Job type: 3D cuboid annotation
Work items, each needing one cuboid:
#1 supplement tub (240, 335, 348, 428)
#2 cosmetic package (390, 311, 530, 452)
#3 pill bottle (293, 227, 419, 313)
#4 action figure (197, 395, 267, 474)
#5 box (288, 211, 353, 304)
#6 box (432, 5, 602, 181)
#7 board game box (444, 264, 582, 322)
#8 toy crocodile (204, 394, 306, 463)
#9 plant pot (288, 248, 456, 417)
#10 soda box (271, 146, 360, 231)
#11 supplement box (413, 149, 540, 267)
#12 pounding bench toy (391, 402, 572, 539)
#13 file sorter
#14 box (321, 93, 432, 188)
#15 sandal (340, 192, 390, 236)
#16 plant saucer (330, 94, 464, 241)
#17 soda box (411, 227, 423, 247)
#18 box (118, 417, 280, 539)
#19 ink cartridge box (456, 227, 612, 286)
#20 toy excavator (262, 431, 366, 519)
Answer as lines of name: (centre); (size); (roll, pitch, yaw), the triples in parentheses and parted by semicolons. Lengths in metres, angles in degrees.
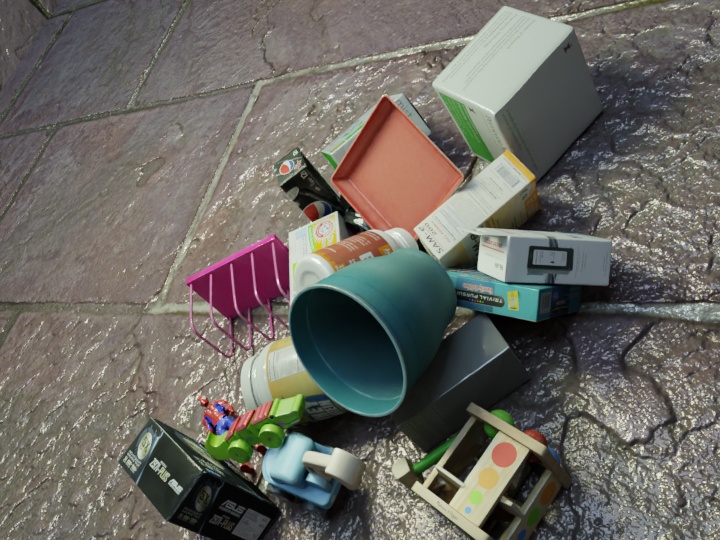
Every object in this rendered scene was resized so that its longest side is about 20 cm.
supplement tub: (-0.078, 0.170, 1.193); (0.198, 0.145, 0.146); (-21, 48, 20)
cosmetic package: (0.137, 0.165, 1.081); (0.199, 0.107, 0.090); (-37, 46, 2)
pill bottle: (0.000, 0.000, 1.183); (0.199, 0.113, 0.112); (-24, 33, -37)
action figure: (-0.235, 0.274, 1.291); (0.066, 0.052, 0.199); (-52, 43, -6)
box: (-0.057, 0.012, 1.328); (0.112, 0.101, 0.201); (-23, 48, 18)
box: (0.274, -0.300, 1.273); (0.200, 0.199, 0.171); (-47, 45, -4)
board game box: (0.208, 0.030, 1.106); (0.199, 0.150, 0.047); (10, 99, 39)
toy crocodile: (-0.159, 0.238, 1.124); (0.199, 0.062, 0.068); (-32, 22, 34)
plant pot: (0.035, 0.067, 1.032); (0.199, 0.202, 0.188); (11, 33, 38)
soda box: (-0.081, -0.134, 1.384); (0.063, 0.200, 0.071); (-35, 45, 8)
supplement box: (0.194, -0.084, 1.206); (0.200, 0.126, 0.074); (-40, 65, 2)
pounding bench toy: (0.153, 0.260, 0.984); (0.199, 0.124, 0.156); (26, 74, 43)
file sorter: (-0.201, 0.058, 1.364); (0.199, 0.139, 0.126); (-26, 48, 15)
box: (0.027, -0.244, 1.414); (0.176, 0.097, 0.200); (-40, 13, 2)
sandal: (0.015, -0.070, 1.320); (0.048, 0.076, 0.201); (-26, 63, -24)
plant saucer: (0.064, -0.157, 1.243); (0.200, 0.037, 0.200); (49, 129, 16)
soda box: (0.078, -0.100, 1.348); (0.199, 0.064, 0.069); (23, 71, 42)
box: (-0.246, 0.334, 1.142); (0.163, 0.200, 0.086); (27, 76, 44)
ink cartridge box: (0.245, -0.021, 1.070); (0.116, 0.198, 0.069); (-142, 56, -77)
toy excavator: (-0.069, 0.286, 1.064); (0.193, 0.200, 0.101); (16, 66, 24)
